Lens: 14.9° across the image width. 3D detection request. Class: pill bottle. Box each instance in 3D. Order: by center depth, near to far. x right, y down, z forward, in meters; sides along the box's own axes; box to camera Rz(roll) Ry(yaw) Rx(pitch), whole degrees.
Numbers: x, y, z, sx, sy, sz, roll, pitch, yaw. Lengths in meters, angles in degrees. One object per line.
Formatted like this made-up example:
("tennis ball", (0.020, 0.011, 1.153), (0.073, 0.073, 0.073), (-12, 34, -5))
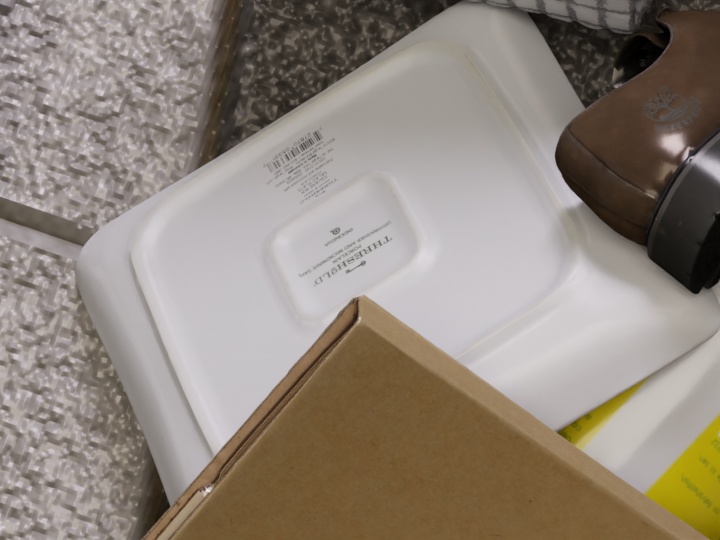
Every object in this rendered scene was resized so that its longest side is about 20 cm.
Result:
("pill bottle", (0.069, 0.082, 0.969), (0.104, 0.104, 0.200), (43, 90, 8))

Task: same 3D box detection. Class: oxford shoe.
("oxford shoe", (0.136, -0.070, 0.951), (0.084, 0.200, 0.073), (33, 128, 22))

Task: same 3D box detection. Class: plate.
("plate", (0.000, 0.000, 0.964), (0.199, 0.032, 0.200), (-32, 45, 4))

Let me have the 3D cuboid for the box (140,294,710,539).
("box", (0.026, 0.121, 0.902), (0.199, 0.021, 0.164), (35, 109, -19))

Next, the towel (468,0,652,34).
("towel", (0.034, -0.176, 0.946), (0.165, 0.200, 0.086), (13, 66, 17))
